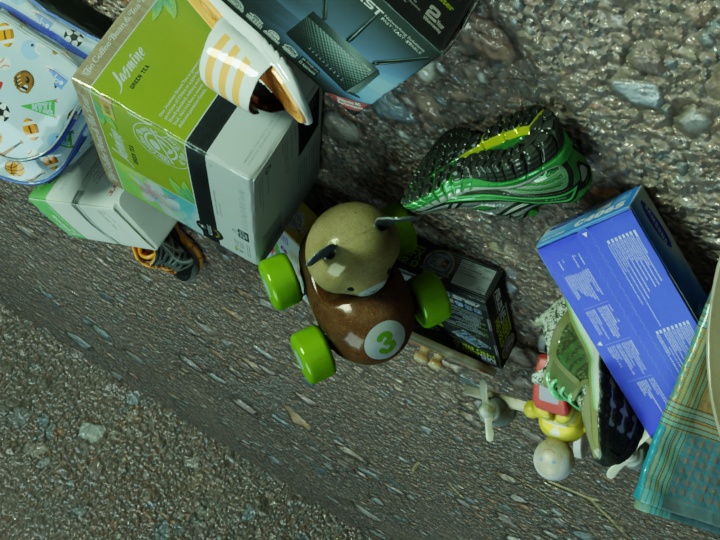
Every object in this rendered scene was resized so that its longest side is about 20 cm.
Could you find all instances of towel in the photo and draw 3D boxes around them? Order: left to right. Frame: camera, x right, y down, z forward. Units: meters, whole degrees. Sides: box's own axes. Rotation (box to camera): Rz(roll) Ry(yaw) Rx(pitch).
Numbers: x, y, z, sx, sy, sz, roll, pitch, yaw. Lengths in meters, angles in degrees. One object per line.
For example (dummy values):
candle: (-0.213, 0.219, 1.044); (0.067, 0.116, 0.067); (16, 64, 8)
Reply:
towel: (0.312, 0.117, 0.793); (0.144, 0.203, 0.022); (18, -171, -6)

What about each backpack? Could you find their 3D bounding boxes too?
backpack: (-0.343, -0.187, 1.033); (0.198, 0.154, 0.192); (33, 117, -3)

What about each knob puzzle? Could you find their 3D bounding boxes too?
knob puzzle: (0.084, 0.103, 1.239); (0.216, 0.031, 0.220); (23, 176, 2)

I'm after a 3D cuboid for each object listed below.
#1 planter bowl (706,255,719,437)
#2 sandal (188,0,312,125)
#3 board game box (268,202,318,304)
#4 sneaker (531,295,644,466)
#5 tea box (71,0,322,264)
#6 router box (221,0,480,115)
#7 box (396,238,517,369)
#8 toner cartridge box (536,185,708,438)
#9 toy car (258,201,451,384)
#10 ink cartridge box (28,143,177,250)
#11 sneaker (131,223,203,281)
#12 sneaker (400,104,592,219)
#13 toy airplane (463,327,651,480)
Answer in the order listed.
planter bowl: (0.335, 0.048, 0.673); (0.132, 0.204, 0.201); (4, 158, -3)
sandal: (-0.116, -0.183, 0.851); (0.207, 0.059, 0.079); (48, 173, 22)
board game box: (-0.085, -0.039, 1.155); (0.200, 0.040, 0.154); (44, 162, 16)
sneaker: (0.200, 0.099, 0.911); (0.076, 0.202, 0.088); (36, 126, -27)
tea box: (-0.149, -0.137, 0.976); (0.195, 0.135, 0.201); (29, 159, 9)
router box: (-0.031, -0.218, 0.739); (0.199, 0.063, 0.149); (38, 157, -15)
box: (0.075, 0.025, 1.143); (0.197, 0.045, 0.161); (22, 157, 27)
toner cartridge box: (0.238, 0.038, 0.830); (0.094, 0.043, 0.202); (-24, 104, 39)
toy car: (0.000, 0.000, 0.951); (0.160, 0.162, 0.200); (64, 169, 12)
ink cartridge box: (-0.283, -0.111, 1.197); (0.198, 0.147, 0.084); (10, 150, 44)
sneaker: (-0.297, -0.034, 1.481); (0.077, 0.078, 0.201); (19, 156, 25)
sneaker: (0.108, -0.071, 0.846); (0.085, 0.079, 0.199); (41, 156, -25)
toy airplane: (0.229, 0.168, 1.104); (0.197, 0.143, 0.200); (32, 156, -13)
